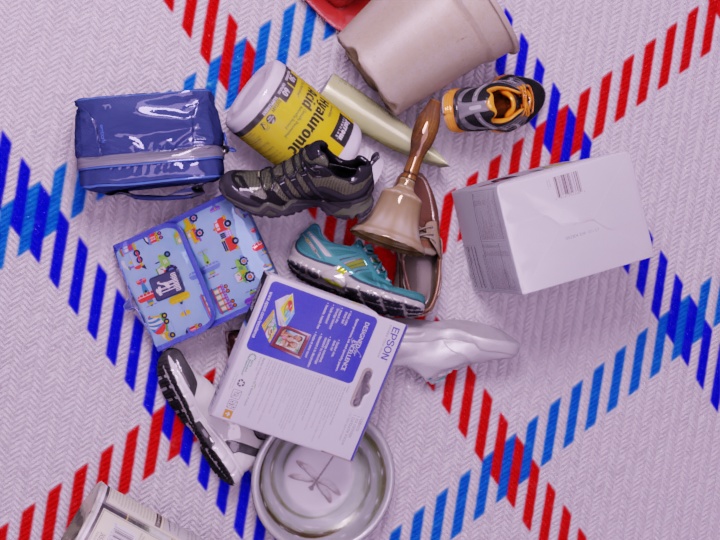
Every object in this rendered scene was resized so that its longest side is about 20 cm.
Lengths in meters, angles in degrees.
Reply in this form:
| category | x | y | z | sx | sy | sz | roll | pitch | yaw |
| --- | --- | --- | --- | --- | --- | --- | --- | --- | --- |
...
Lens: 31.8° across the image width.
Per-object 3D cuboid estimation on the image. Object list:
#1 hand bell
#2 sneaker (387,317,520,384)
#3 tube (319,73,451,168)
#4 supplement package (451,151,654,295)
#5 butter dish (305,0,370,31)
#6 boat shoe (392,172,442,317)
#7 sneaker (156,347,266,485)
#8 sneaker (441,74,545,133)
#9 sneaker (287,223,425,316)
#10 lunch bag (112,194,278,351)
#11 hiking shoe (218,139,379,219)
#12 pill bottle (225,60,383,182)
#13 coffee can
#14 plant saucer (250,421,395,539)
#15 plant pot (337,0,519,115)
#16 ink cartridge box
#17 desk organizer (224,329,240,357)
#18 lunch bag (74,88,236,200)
| category | x | y | z | sx | sy | sz | roll | pitch | yaw |
| --- | --- | --- | --- | --- | --- | --- | --- | --- | --- |
| hand bell | 0.065 | -0.129 | 1.649 | 0.104 | 0.104 | 0.201 | 20 | 84 | -13 |
| sneaker | 0.119 | 0.117 | 1.740 | 0.198 | 0.075 | 0.089 | 5 | 103 | -7 |
| tube | 0.033 | -0.192 | 1.705 | 0.199 | 0.052 | 0.058 | 31 | 40 | -9 |
| supplement package | 0.251 | -0.063 | 1.691 | 0.190 | 0.200 | 0.148 | -15 | 94 | -13 |
| butter dish | -0.015 | -0.451 | 1.646 | 0.199 | 0.148 | 0.200 | 44 | 82 | -10 |
| boat shoe | 0.082 | -0.036 | 1.717 | 0.075 | 0.072 | 0.202 | -6 | 93 | -13 |
| sneaker | -0.197 | 0.182 | 1.668 | 0.080 | 0.074 | 0.201 | -36 | 104 | -25 |
| sneaker | 0.197 | -0.224 | 1.707 | 0.199 | 0.077 | 0.079 | -21 | 102 | -45 |
| sneaker | 0.000 | 0.000 | 1.679 | 0.199 | 0.078 | 0.080 | 26 | 74 | 10 |
| lunch bag | -0.218 | 0.003 | 1.649 | 0.199 | 0.094 | 0.151 | -25 | 92 | -1 |
| hiking shoe | -0.077 | -0.123 | 1.579 | 0.198 | 0.076 | 0.101 | 1 | 127 | -12 |
| pill bottle | -0.069 | -0.173 | 1.654 | 0.200 | 0.111 | 0.112 | 37 | 83 | -21 |
| coffee can | -0.280 | 0.380 | 1.606 | 0.199 | 0.146 | 0.147 | 32 | 84 | -11 |
| plant saucer | -0.054 | 0.279 | 1.702 | 0.199 | 0.050 | 0.202 | -1 | 94 | -17 |
| plant pot | 0.077 | -0.312 | 1.661 | 0.183 | 0.200 | 0.201 | -38 | 99 | 1 |
| ink cartridge box | -0.067 | 0.124 | 1.619 | 0.199 | 0.047 | 0.199 | 21 | 96 | -21 |
| desk organizer | -0.074 | 0.106 | 1.682 | 0.199 | 0.077 | 0.072 | -7 | 93 | -13 |
| lunch bag | -0.257 | -0.154 | 1.595 | 0.198 | 0.136 | 0.133 | -4 | 94 | -1 |
